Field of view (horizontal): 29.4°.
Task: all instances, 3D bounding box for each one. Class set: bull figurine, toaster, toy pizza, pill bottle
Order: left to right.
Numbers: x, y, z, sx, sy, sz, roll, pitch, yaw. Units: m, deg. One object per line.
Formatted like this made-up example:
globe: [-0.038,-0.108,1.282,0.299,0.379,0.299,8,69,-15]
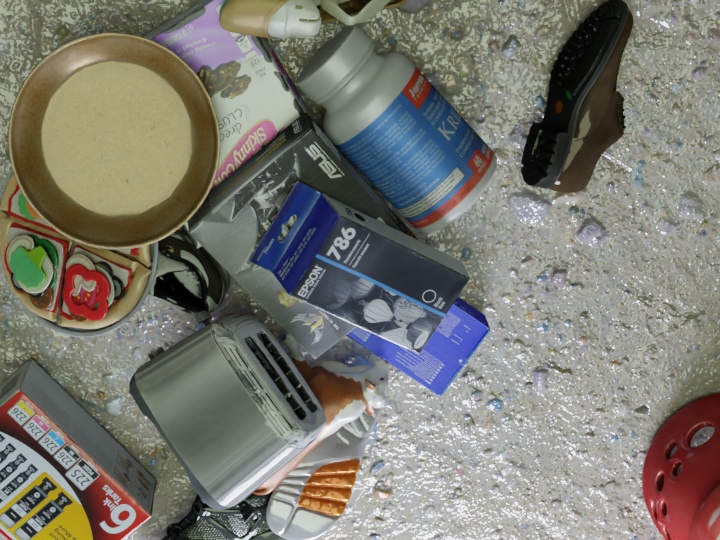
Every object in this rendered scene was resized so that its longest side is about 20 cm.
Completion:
toy pizza: [-0.290,-0.032,1.367,0.198,0.032,0.203,4,100,24]
toaster: [-0.124,0.140,1.361,0.129,0.113,0.201,-37,84,17]
bull figurine: [-0.063,0.142,1.442,0.200,0.122,0.065,-43,151,5]
pill bottle: [0.033,-0.142,1.355,0.112,0.112,0.200,-42,107,10]

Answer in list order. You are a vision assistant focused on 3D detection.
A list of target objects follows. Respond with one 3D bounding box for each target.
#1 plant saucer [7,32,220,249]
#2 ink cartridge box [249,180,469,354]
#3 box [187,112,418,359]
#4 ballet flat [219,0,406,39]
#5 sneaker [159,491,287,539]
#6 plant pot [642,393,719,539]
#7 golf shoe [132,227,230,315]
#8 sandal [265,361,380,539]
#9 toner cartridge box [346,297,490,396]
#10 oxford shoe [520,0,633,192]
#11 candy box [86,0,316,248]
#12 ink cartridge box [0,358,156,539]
plant saucer: [-0.230,-0.123,1.298,0.197,0.035,0.203,-1,99,-3]
ink cartridge box: [0.000,0.000,1.333,0.198,0.039,0.100,24,111,-22]
box: [-0.050,-0.031,1.356,0.158,0.048,0.200,-38,118,9]
ballet flat: [-0.037,-0.254,1.294,0.198,0.063,0.069,-25,155,-26]
sneaker: [-0.177,0.272,1.503,0.197,0.076,0.116,-21,107,0]
plant pot: [0.421,0.255,1.480,0.197,0.183,0.203,-1,106,-3]
golf shoe: [-0.214,-0.030,1.388,0.199,0.095,0.078,39,104,-13]
sandal: [-0.033,0.198,1.498,0.079,0.059,0.208,29,83,-7]
toner cartridge box: [0.031,0.039,1.452,0.199,0.043,0.095,34,104,-13]
oxford shoe: [0.235,-0.174,1.389,0.083,0.073,0.202,12,110,-25]
candy box: [-0.145,-0.153,1.361,0.167,0.072,0.201,-31,108,6]
ink cartridge box: [-0.349,0.232,1.471,0.175,0.084,0.200,-40,107,10]
